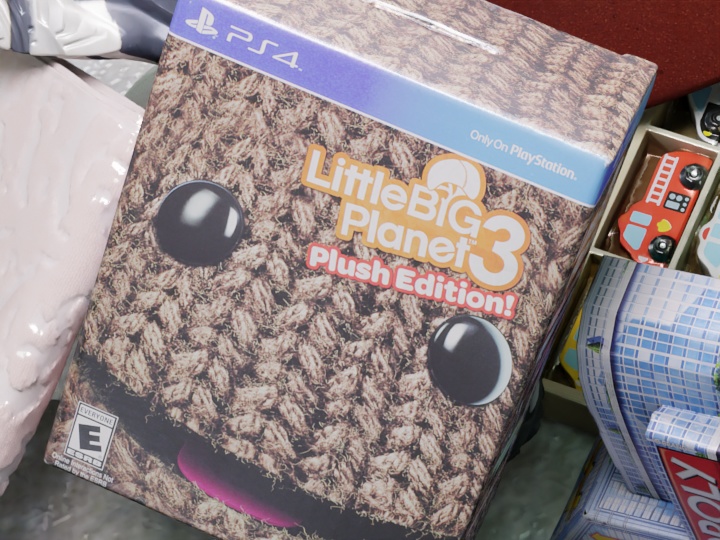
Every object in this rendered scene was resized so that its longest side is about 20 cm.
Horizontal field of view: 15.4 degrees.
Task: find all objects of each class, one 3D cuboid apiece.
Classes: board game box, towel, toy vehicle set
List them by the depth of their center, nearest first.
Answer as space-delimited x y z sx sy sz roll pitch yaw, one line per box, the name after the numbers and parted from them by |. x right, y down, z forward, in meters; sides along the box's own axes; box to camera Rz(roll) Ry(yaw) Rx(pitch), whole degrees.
-0.005 -0.001 0.962 0.158 0.201 0.097 22 27 6 | board game box
0.149 0.082 0.980 0.199 0.200 0.062 11 60 31 | board game box
-0.163 0.004 1.056 0.191 0.032 0.201 34 101 53 | towel
0.160 -0.011 1.104 0.123 0.027 0.201 18 65 19 | toy vehicle set

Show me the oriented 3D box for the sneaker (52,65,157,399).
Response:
-0.081 -0.034 1.104 0.070 0.080 0.201 35 50 -8 | sneaker

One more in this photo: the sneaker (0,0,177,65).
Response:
-0.092 -0.128 1.061 0.197 0.130 0.080 12 103 5 | sneaker

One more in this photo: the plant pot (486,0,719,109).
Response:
0.068 -0.170 1.108 0.176 0.200 0.200 -36 46 2 | plant pot

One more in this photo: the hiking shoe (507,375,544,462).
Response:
0.000 0.000 1.080 0.074 0.087 0.200 -42 56 11 | hiking shoe
